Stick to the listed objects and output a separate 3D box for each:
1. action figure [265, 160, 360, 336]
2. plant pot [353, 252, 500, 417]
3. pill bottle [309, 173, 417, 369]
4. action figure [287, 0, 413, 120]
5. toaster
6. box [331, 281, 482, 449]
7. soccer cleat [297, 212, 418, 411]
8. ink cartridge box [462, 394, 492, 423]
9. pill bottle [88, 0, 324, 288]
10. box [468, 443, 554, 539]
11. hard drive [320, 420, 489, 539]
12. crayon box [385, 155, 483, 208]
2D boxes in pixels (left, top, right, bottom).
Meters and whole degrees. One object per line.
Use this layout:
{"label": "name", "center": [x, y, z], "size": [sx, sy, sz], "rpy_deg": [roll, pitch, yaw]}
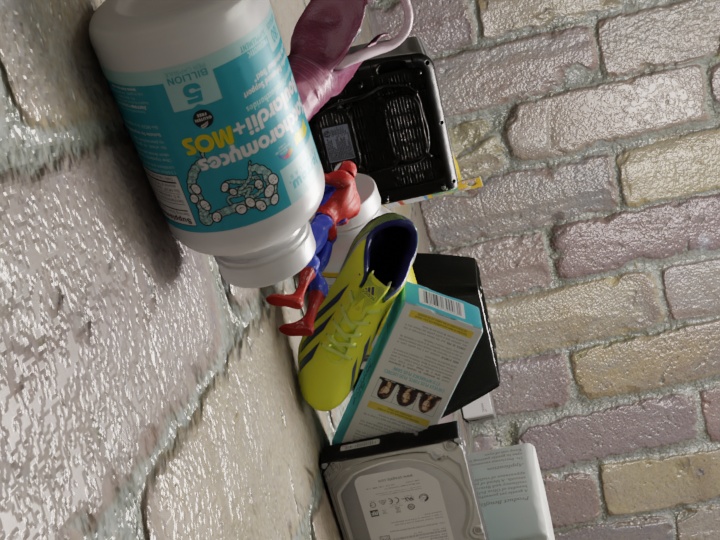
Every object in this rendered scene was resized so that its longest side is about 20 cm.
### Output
{"label": "action figure", "center": [-0.061, -0.035, 1.050], "size": [0.065, 0.099, 0.200], "rpy_deg": [74, 30, -46]}
{"label": "plant pot", "center": [0.078, 0.082, 1.408], "size": [0.200, 0.177, 0.200], "rpy_deg": [-74, 152, -73]}
{"label": "pill bottle", "center": [0.000, 0.000, 1.202], "size": [0.112, 0.112, 0.200], "rpy_deg": [-91, 166, -56]}
{"label": "action figure", "center": [-0.046, -0.168, 1.012], "size": [0.200, 0.149, 0.134], "rpy_deg": [-57, 136, -31]}
{"label": "toaster", "center": [0.010, -0.181, 1.329], "size": [0.119, 0.181, 0.200], "rpy_deg": [-93, 169, -65]}
{"label": "box", "center": [0.042, 0.115, 1.076], "size": [0.049, 0.082, 0.200], "rpy_deg": [-87, -161, -65]}
{"label": "soccer cleat", "center": [-0.003, 0.036, 1.030], "size": [0.200, 0.065, 0.084], "rpy_deg": [-66, -165, -11]}
{"label": "ink cartridge box", "center": [0.323, 0.346, 3.092], "size": [0.200, 0.084, 0.145], "rpy_deg": [51, 27, -75]}
{"label": "pill bottle", "center": [-0.088, -0.087, 0.710], "size": [0.111, 0.111, 0.200], "rpy_deg": [-91, 166, -55]}
{"label": "box", "center": [0.127, 0.339, 1.264], "size": [0.171, 0.199, 0.200], "rpy_deg": [-86, 162, -63]}
{"label": "hard drive", "center": [0.052, 0.252, 1.088], "size": [0.038, 0.140, 0.200], "rpy_deg": [-84, 161, -65]}
{"label": "crayon box", "center": [0.085, -0.138, 1.708], "size": [0.126, 0.200, 0.052], "rpy_deg": [16, 62, -82]}
